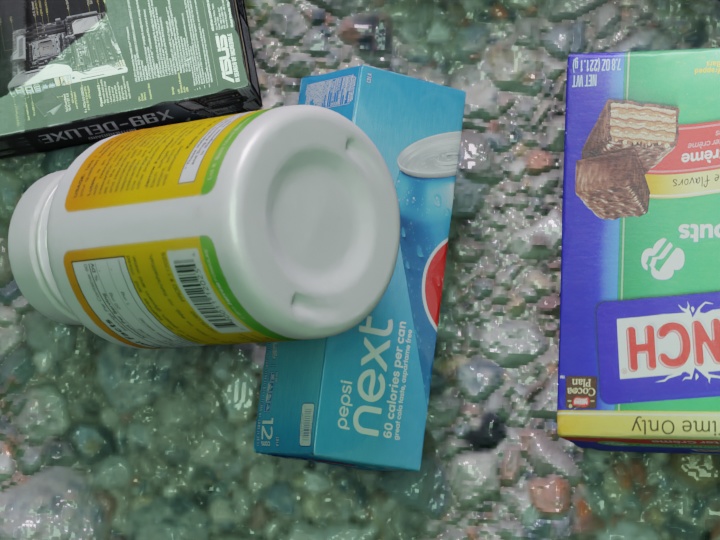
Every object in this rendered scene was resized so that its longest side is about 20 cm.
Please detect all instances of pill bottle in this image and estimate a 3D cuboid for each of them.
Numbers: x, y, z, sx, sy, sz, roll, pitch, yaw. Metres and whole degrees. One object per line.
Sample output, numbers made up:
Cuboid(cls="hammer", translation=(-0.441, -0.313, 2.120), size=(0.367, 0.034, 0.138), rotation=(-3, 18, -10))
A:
Cuboid(cls="pill bottle", translation=(-0.085, -0.018, 1.184), size=(0.200, 0.111, 0.111), rotation=(-5, 78, 47))

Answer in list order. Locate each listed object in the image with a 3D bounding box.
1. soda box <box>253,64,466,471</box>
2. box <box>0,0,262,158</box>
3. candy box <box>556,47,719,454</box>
Cuboid(cls="soda box", translation=(0.000, 0.000, 1.227), size=(0.068, 0.064, 0.201), rotation=(12, 82, -31))
Cuboid(cls="box", translation=(-0.148, -0.172, 1.283), size=(0.157, 0.050, 0.201), rotation=(-12, 81, 3))
Cuboid(cls="candy box", translation=(0.188, -0.008, 1.203), size=(0.169, 0.077, 0.201), rotation=(-1, 82, 19))
